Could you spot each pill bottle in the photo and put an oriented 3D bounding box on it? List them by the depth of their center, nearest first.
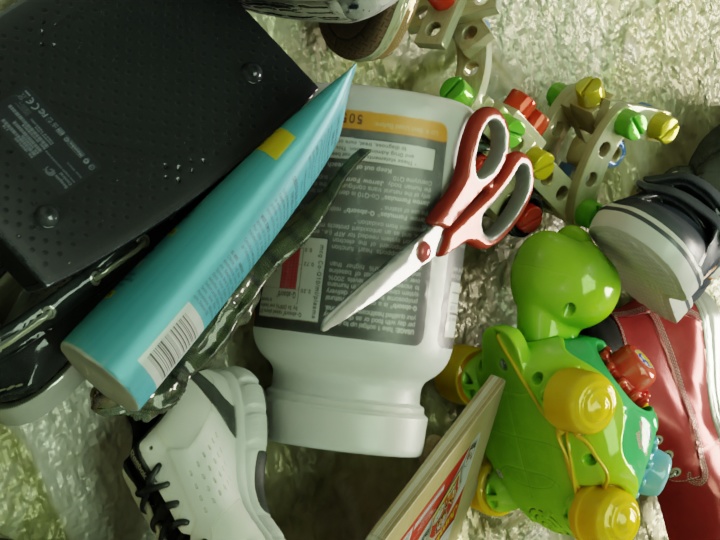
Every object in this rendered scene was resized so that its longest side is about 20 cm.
[{"bbox_3d":[0.000,0.000,1.177,0.116,0.116,0.200,9,88,-43],"label":"pill bottle"}]

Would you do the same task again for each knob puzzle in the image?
[{"bbox_3d":[0.017,0.176,1.224,0.220,0.030,0.220,-58,164,-28],"label":"knob puzzle"}]

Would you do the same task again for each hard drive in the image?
[{"bbox_3d":[-0.131,-0.080,1.056,0.135,0.042,0.200,47,55,5],"label":"hard drive"}]

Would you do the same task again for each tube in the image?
[{"bbox_3d":[-0.066,-0.018,1.053,0.050,0.077,0.200,40,71,3],"label":"tube"}]

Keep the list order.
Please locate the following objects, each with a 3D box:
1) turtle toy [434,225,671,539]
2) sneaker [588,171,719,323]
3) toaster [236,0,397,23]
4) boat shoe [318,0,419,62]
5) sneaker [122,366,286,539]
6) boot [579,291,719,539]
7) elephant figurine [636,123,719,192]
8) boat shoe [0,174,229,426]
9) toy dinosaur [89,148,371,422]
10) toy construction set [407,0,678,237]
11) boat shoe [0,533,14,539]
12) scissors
[{"bbox_3d":[0.125,0.074,1.277,0.101,0.146,0.200,-22,109,-31],"label":"turtle toy"},{"bbox_3d":[0.192,-0.025,1.290,0.079,0.078,0.200,-51,169,-2],"label":"sneaker"},{"bbox_3d":[-0.029,-0.206,1.073,0.114,0.200,0.129,-40,119,-22],"label":"toaster"},{"bbox_3d":[0.029,-0.213,1.221,0.076,0.072,0.200,21,79,-54],"label":"boat shoe"},{"bbox_3d":[-0.088,0.130,1.098,0.080,0.074,0.200,19,39,-33],"label":"sneaker"},{"bbox_3d":[0.186,0.119,1.400,0.144,0.072,0.200,-13,95,-41],"label":"boot"},{"bbox_3d":[0.317,-0.060,1.472,0.142,0.155,0.200,-52,165,16],"label":"elephant figurine"},{"bbox_3d":[-0.134,-0.011,1.078,0.200,0.076,0.060,-55,133,-26],"label":"boat shoe"},{"bbox_3d":[-0.080,0.004,1.112,0.200,0.088,0.047,-50,131,-17],"label":"toy dinosaur"},{"bbox_3d":[0.100,-0.096,1.278,0.200,0.092,0.131,39,85,-33],"label":"toy construction set"},{"bbox_3d":[-0.138,0.185,1.094,0.200,0.073,0.075,18,82,-43],"label":"boat shoe"},{"bbox_3d":[0.041,-0.011,1.120,0.200,0.014,0.073,-54,137,-37],"label":"scissors"}]
